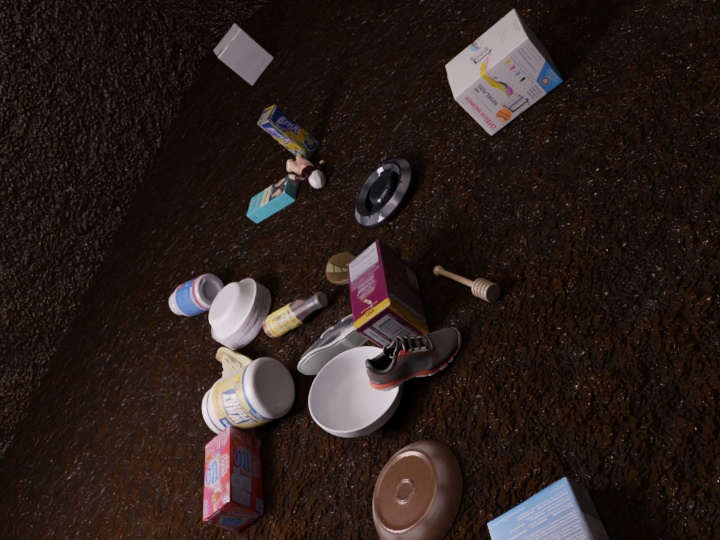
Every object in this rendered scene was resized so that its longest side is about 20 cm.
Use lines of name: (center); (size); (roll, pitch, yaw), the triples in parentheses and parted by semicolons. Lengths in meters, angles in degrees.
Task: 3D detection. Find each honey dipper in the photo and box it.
honey dipper: (0.203, 0.020, 1.353); (0.038, 0.038, 0.200); (-57, 31, -4)

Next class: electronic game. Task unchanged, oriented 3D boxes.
electronic game: (0.058, -0.201, 1.737); (0.199, 0.041, 0.201); (-33, 40, 32)

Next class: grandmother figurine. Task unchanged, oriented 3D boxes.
grandmother figurine: (-0.160, -0.305, 2.099); (0.121, 0.061, 0.200); (-36, 37, -6)

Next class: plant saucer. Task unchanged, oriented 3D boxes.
plant saucer: (0.086, 0.385, 1.173); (0.200, 0.037, 0.202); (-33, 39, 31)

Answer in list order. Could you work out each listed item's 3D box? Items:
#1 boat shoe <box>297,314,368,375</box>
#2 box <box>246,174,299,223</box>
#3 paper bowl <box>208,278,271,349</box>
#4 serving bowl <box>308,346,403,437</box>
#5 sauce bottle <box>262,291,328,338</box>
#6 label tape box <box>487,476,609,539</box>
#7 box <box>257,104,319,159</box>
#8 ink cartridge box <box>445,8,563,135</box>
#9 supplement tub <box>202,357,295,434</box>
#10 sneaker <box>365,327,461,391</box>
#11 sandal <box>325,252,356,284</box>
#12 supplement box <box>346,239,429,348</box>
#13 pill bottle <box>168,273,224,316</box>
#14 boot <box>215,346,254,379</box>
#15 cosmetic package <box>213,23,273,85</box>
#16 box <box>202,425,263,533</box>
boat shoe: (-0.060, 0.166, 1.534); (0.199, 0.076, 0.061); (-31, 38, 14)
box: (-0.286, -0.232, 2.206); (0.199, 0.049, 0.083); (-25, 43, 38)
paper bowl: (-0.354, 0.115, 1.929); (0.200, 0.104, 0.202); (-34, 36, 30)
serving bowl: (-0.002, 0.252, 1.355); (0.198, 0.066, 0.201); (-16, 41, 14)
sauce bottle: (-0.166, 0.110, 1.722); (0.199, 0.066, 0.066); (-32, 39, 35)
label tape box: (0.266, 0.402, 0.898); (0.143, 0.066, 0.201); (-40, 38, 23)
box: (-0.232, -0.443, 2.187); (0.070, 0.200, 0.065); (-1, 59, 52)
ink cartridge box: (0.318, -0.441, 1.521); (0.199, 0.147, 0.145); (-36, 37, 27)
supplement tub: (-0.267, 0.304, 1.604); (0.199, 0.144, 0.146); (-30, 40, 34)
sneaker: (0.099, 0.157, 1.282); (0.199, 0.082, 0.077); (-29, 39, -2)
sandal: (0.000, 0.000, 1.628); (0.199, 0.054, 0.081); (-5, 61, 33)
supplement box: (0.054, 0.056, 1.425); (0.103, 0.131, 0.201); (-37, 35, 25)
pill bottle: (-0.532, 0.085, 2.178); (0.199, 0.112, 0.113); (-19, 46, 42)
boot: (-0.356, 0.293, 1.796); (0.199, 0.073, 0.156); (10, 66, 49)
cosmetic package: (-0.531, -0.980, 3.066); (0.165, 0.200, 0.165); (-48, 33, 9)
box: (-0.286, 0.467, 1.521); (0.095, 0.099, 0.201); (-40, 36, 21)
